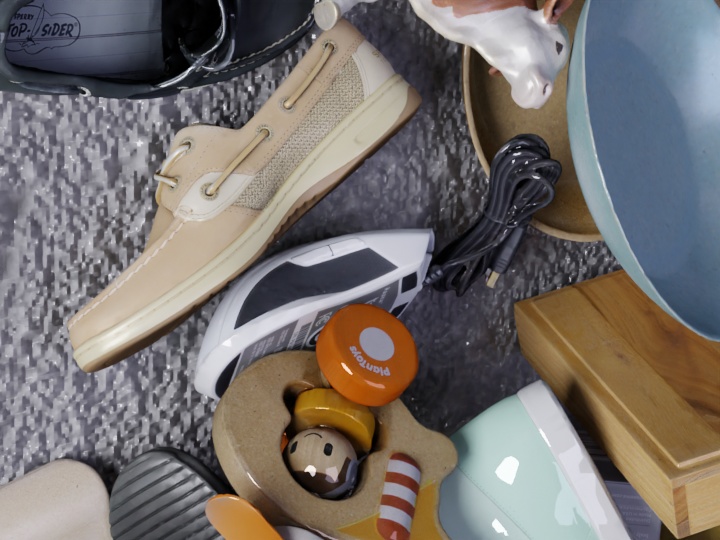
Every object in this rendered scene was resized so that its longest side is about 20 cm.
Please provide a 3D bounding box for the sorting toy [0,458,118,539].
[{"bbox_3d":[-0.174,0.208,0.798,0.184,0.036,0.201,-25,118,-32],"label":"sorting toy"}]

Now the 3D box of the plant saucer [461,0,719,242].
[{"bbox_3d":[0.123,-0.117,0.941,0.199,0.035,0.202,-11,109,-33],"label":"plant saucer"}]

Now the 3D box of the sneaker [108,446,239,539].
[{"bbox_3d":[-0.043,0.156,0.847,0.201,0.074,0.089,57,25,-14],"label":"sneaker"}]

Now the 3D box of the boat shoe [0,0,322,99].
[{"bbox_3d":[-0.085,-0.108,0.755,0.198,0.066,0.075,-5,105,-39],"label":"boat shoe"}]

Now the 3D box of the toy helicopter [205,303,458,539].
[{"bbox_3d":[0.011,0.121,0.794,0.200,0.079,0.132,47,44,6],"label":"toy helicopter"}]

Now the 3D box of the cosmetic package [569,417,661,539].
[{"bbox_3d":[0.112,0.189,0.972,0.089,0.107,0.202,3,105,4],"label":"cosmetic package"}]

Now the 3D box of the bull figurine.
[{"bbox_3d":[0.034,-0.167,0.817,0.121,0.065,0.202,-13,91,-42],"label":"bull figurine"}]

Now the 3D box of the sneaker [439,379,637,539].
[{"bbox_3d":[0.088,0.168,0.876,0.118,0.074,0.201,-29,88,4],"label":"sneaker"}]

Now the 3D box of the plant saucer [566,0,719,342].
[{"bbox_3d":[0.149,-0.061,0.896,0.200,0.038,0.203,21,63,-48],"label":"plant saucer"}]

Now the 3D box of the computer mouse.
[{"bbox_3d":[0.000,0.000,0.860,0.199,0.044,0.110,-23,158,-28],"label":"computer mouse"}]

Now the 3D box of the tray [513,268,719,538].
[{"bbox_3d":[0.159,0.055,0.905,0.098,0.200,0.037,-17,117,-10],"label":"tray"}]

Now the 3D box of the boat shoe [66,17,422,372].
[{"bbox_3d":[-0.062,-0.034,0.805,0.200,0.071,0.065,-43,93,-21],"label":"boat shoe"}]

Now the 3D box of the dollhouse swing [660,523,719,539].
[{"bbox_3d":[0.265,0.165,1.061,0.181,0.175,0.201,-35,122,-27],"label":"dollhouse swing"}]
